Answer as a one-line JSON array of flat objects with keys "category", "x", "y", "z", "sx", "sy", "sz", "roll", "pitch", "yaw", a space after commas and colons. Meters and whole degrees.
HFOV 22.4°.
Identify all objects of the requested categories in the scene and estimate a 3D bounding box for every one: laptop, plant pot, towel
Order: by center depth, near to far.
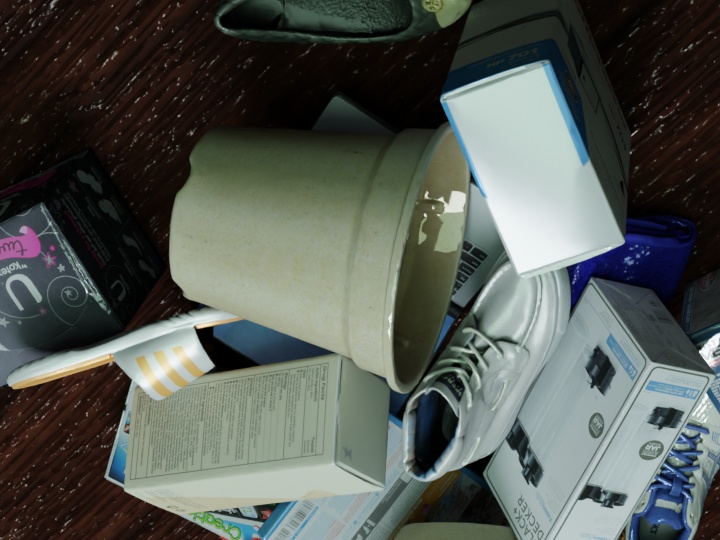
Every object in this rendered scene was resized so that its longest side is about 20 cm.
[{"category": "plant pot", "x": -0.033, "y": -0.028, "z": 1.337, "sx": 0.183, "sy": 0.200, "sz": 0.201, "roll": 12, "pitch": 119, "yaw": 15}, {"category": "towel", "x": 0.171, "y": 0.042, "z": 1.431, "sx": 0.148, "sy": 0.050, "sz": 0.200, "roll": 6, "pitch": 123, "yaw": -16}, {"category": "laptop", "x": 0.000, "y": 0.000, "z": 1.433, "sx": 0.187, "sy": 0.116, "sz": 0.200, "roll": 32, "pitch": 137, "yaw": -5}]

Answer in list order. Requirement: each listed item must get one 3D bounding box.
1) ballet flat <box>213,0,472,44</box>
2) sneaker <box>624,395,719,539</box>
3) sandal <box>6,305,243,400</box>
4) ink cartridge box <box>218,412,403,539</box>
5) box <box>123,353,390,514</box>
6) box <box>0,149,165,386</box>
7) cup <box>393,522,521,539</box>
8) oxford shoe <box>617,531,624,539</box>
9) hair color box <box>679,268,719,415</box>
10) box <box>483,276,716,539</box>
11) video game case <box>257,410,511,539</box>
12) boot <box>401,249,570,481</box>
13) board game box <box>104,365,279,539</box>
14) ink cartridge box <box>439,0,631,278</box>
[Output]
[{"category": "ballet flat", "x": -0.014, "y": -0.195, "z": 1.374, "sx": 0.200, "sy": 0.057, "sz": 0.067, "roll": -4, "pitch": 117, "yaw": 15}, {"category": "sneaker", "x": 0.262, "y": 0.167, "z": 1.479, "sx": 0.075, "sy": 0.088, "sz": 0.200, "roll": 12, "pitch": 118, "yaw": 8}, {"category": "sandal", "x": -0.174, "y": 0.076, "z": 1.423, "sx": 0.206, "sy": 0.079, "sz": 0.059, "roll": -18, "pitch": 88, "yaw": 11}, {"category": "ink cartridge box", "x": 0.008, "y": 0.241, "z": 1.578, "sx": 0.175, "sy": 0.084, "sz": 0.200, "roll": -31, "pitch": 106, "yaw": 24}, {"category": "box", "x": -0.081, "y": 0.131, "z": 1.429, "sx": 0.200, "sy": 0.095, "sz": 0.078, "roll": -9, "pitch": 154, "yaw": 30}, {"category": "box", "x": -0.289, "y": 0.009, "z": 1.510, "sx": 0.200, "sy": 0.115, "sz": 0.132, "roll": -23, "pitch": 110, "yaw": 22}, {"category": "cup", "x": 0.080, "y": 0.275, "z": 1.430, "sx": 0.200, "sy": 0.200, "sz": 0.143, "roll": 1, "pitch": 76, "yaw": 13}, {"category": "oxford shoe", "x": 0.186, "y": 0.197, "z": 1.491, "sx": 0.073, "sy": 0.071, "sz": 0.200, "roll": 9, "pitch": 122, "yaw": -26}, {"category": "hair color box", "x": 0.323, "y": 0.100, "z": 1.423, "sx": 0.060, "sy": 0.100, "sz": 0.200, "roll": -26, "pitch": 108, "yaw": 25}, {"category": "box", "x": 0.178, "y": 0.120, "z": 1.388, "sx": 0.060, "sy": 0.117, "sz": 0.200, "roll": 11, "pitch": 120, "yaw": -27}, {"category": "video game case", "x": 0.033, "y": 0.209, "z": 1.489, "sx": 0.200, "sy": 0.018, "sz": 0.143, "roll": 37, "pitch": 92, "yaw": -28}, {"category": "boot", "x": 0.091, "y": 0.074, "z": 1.367, "sx": 0.074, "sy": 0.096, "sz": 0.200, "roll": 30, "pitch": 122, "yaw": 24}, {"category": "board game box", "x": -0.114, "y": 0.153, "z": 1.529, "sx": 0.200, "sy": 0.035, "sz": 0.126, "roll": 22, "pitch": 101, "yaw": 26}, {"category": "ink cartridge box", "x": 0.130, "y": -0.108, "z": 1.303, "sx": 0.086, "sy": 0.200, "sz": 0.147, "roll": -18, "pitch": 112, "yaw": 19}]
